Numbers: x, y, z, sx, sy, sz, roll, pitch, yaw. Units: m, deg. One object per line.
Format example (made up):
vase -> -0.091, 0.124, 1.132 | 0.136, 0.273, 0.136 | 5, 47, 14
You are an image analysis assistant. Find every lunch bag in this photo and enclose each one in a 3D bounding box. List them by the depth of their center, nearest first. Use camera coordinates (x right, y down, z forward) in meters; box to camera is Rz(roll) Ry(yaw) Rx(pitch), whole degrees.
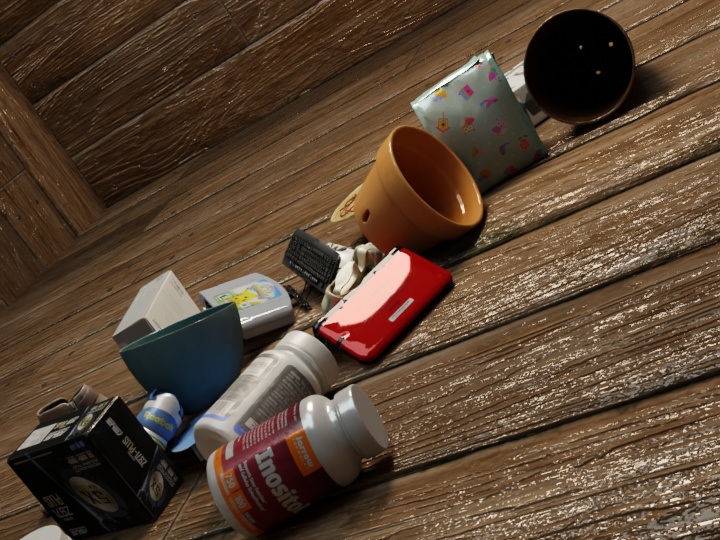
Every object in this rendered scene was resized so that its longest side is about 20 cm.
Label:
lunch bag -> 0.200, -0.252, 1.794 | 0.169, 0.201, 0.122 | -31, 18, 11

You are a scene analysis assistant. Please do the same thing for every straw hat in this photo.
straw hat -> 0.048, -0.122, 1.921 | 0.200, 0.085, 0.201 | -36, 14, 10

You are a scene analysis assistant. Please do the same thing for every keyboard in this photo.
keyboard -> -0.095, 0.006, 1.842 | 0.200, 0.020, 0.129 | 32, 108, 60

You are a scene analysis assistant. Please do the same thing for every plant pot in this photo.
plant pot -> -0.267, 0.150, 1.675 | 0.198, 0.136, 0.200 | -22, 5, 2
plant pot -> 0.081, -0.113, 1.699 | 0.140, 0.200, 0.201 | -41, 11, 34
plant pot -> 0.393, -0.361, 1.812 | 0.185, 0.189, 0.200 | -25, 6, 26

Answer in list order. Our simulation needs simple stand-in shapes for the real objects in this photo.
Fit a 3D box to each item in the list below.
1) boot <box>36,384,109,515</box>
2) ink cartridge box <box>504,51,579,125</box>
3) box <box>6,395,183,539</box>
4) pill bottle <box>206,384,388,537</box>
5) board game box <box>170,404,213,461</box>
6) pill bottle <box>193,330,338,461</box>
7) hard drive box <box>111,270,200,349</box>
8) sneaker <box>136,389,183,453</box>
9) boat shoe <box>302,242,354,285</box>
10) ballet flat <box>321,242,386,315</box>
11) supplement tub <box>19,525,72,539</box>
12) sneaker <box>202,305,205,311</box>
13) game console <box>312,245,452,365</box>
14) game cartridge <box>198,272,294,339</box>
boot -> -0.481, 0.287, 1.720 | 0.199, 0.147, 0.070 | -38, 20, -10
ink cartridge box -> 0.311, -0.332, 1.987 | 0.199, 0.085, 0.146 | -36, 18, -4
box -> -0.386, 0.290, 1.520 | 0.198, 0.165, 0.086 | -20, 22, 35
pill bottle -> -0.072, 0.218, 1.228 | 0.199, 0.114, 0.113 | -31, 18, 11
board game box -> -0.190, 0.219, 1.558 | 0.199, 0.039, 0.158 | -36, 9, -3
pill bottle -> -0.122, 0.181, 1.411 | 0.113, 0.114, 0.200 | -11, 29, 50
hard drive box -> -0.353, 0.117, 1.911 | 0.076, 0.157, 0.200 | -29, 18, 15
sneaker -> -0.307, 0.230, 1.607 | 0.083, 0.073, 0.200 | -65, 10, -13
boat shoe -> -0.055, -0.014, 1.856 | 0.199, 0.067, 0.074 | -11, 29, 51
ballet flat -> 0.000, 0.000, 1.716 | 0.069, 0.070, 0.200 | -15, 28, 45
supplement tub -> -0.298, 0.379, 1.080 | 0.143, 0.201, 0.145 | -30, 18, 11
sneaker -> -0.247, 0.102, 1.934 | 0.081, 0.078, 0.201 | -9, 24, 1
game console -> 0.026, 0.072, 1.580 | 0.171, 0.120, 0.200 | 28, 60, 35
game cartridge -> -0.198, 0.060, 1.871 | 0.132, 0.041, 0.200 | -16, 24, -22
